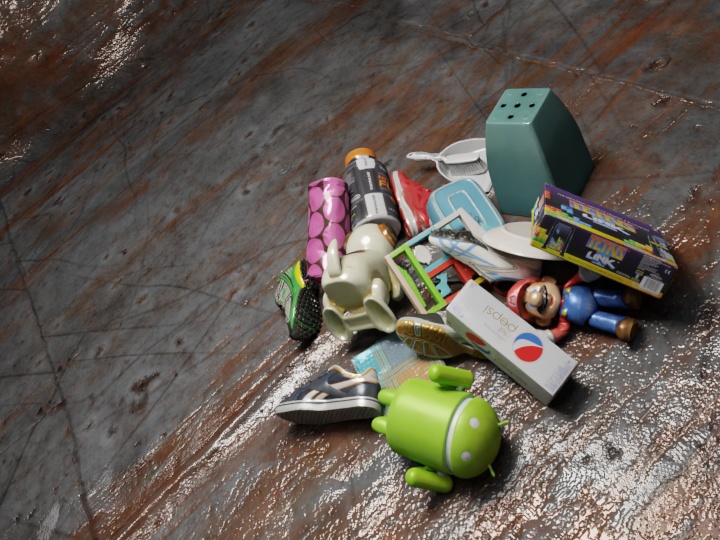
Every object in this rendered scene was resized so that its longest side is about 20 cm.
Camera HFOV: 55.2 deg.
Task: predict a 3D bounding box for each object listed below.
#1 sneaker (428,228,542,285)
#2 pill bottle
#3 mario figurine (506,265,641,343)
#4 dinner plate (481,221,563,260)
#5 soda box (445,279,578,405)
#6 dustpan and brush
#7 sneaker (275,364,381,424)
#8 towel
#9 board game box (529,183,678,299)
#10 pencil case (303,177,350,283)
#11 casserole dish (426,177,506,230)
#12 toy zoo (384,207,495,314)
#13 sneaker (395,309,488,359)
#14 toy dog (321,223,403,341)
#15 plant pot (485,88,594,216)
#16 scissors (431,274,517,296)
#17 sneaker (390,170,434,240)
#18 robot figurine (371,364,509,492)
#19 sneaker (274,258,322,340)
[{"bbox_3d":[0.204,-0.018,1.159,0.197,0.074,0.072,21,20,13],"label":"sneaker"},{"bbox_3d":[0.015,-0.157,1.423,0.105,0.106,0.203,-22,56,15],"label":"pill bottle"},{"bbox_3d":[0.313,0.053,1.046,0.197,0.107,0.124,5,48,34],"label":"mario figurine"},{"bbox_3d":[0.298,-0.054,1.130,0.196,0.025,0.201,4,16,-1],"label":"dinner plate"},{"bbox_3d":[0.220,0.106,1.025,0.199,0.068,0.064,40,76,20],"label":"soda box"},{"bbox_3d":[0.188,-0.227,1.436,0.197,0.057,0.141,3,53,36],"label":"dustpan and brush"},{"bbox_3d":[-0.051,0.211,1.164,0.196,0.078,0.081,-11,57,25],"label":"sneaker"},{"bbox_3d":[0.073,0.179,1.159,0.145,0.022,0.201,-33,40,4],"label":"towel"},{"bbox_3d":[0.355,-0.050,1.026,0.197,0.058,0.166,23,27,5],"label":"board game box"},{"bbox_3d":[-0.068,-0.076,1.355,0.093,0.090,0.205,-7,77,43],"label":"pencil case"},{"bbox_3d":[0.199,-0.100,1.282,0.119,0.039,0.202,-23,56,-4],"label":"casserole dish"},{"bbox_3d":[0.156,-0.020,1.200,0.198,0.020,0.132,-31,77,-10],"label":"toy zoo"},{"bbox_3d":[0.158,0.092,1.136,0.196,0.077,0.089,6,46,14],"label":"sneaker"},{"bbox_3d":[0.000,0.000,1.255,0.138,0.195,0.201,-23,27,34],"label":"toy dog"},{"bbox_3d":[0.310,-0.217,1.234,0.140,0.201,0.142,12,58,40],"label":"plant pot"},{"bbox_3d":[0.206,0.007,1.239,0.197,0.014,0.074,6,58,40],"label":"scissors"},{"bbox_3d":[0.131,-0.143,1.405,0.113,0.079,0.202,-15,46,1],"label":"sneaker"},{"bbox_3d":[0.116,0.228,1.003,0.197,0.115,0.179,12,86,33],"label":"robot figurine"},{"bbox_3d":[-0.129,0.069,1.375,0.084,0.078,0.202,-32,33,18],"label":"sneaker"}]
